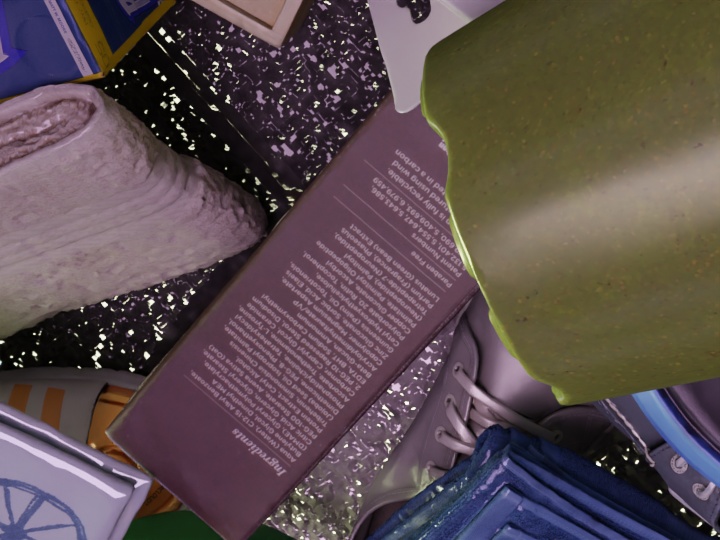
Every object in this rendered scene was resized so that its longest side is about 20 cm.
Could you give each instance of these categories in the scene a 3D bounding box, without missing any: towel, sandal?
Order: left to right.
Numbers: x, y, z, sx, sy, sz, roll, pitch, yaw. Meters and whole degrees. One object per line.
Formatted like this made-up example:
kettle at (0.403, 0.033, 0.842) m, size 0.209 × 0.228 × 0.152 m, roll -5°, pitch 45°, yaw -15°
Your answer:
sandal at (-0.165, 0.084, 1.100) m, size 0.206 × 0.059 × 0.079 m, roll 2°, pitch 114°, yaw 18°
towel at (-0.149, -0.013, 1.021) m, size 0.199 × 0.132 × 0.035 m, roll -18°, pitch 65°, yaw 22°
towel at (0.100, 0.140, 1.001) m, size 0.200 × 0.049 × 0.112 m, roll 30°, pitch 128°, yaw -20°

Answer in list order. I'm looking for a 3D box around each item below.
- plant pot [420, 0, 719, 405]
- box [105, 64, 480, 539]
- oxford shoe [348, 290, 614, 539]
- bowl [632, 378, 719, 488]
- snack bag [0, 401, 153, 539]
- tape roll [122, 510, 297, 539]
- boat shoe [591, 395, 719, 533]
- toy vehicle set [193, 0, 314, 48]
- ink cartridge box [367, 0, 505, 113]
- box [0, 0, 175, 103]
plant pot at (0.126, -0.047, 0.808) m, size 0.189 × 0.200 × 0.201 m, roll -20°, pitch 106°, yaw 16°
box at (0.000, 0.000, 0.983) m, size 0.075 × 0.100 × 0.200 m, roll 39°, pitch 119°, yaw -1°
oxford shoe at (0.053, 0.062, 1.016) m, size 0.075 × 0.058 × 0.200 m, roll 33°, pitch 118°, yaw 5°
bowl at (0.179, -0.007, 0.907) m, size 0.200 × 0.039 × 0.202 m, roll 0°, pitch 93°, yaw 6°
snack bag at (-0.196, 0.114, 1.032) m, size 0.188 × 0.021 × 0.200 m, roll 24°, pitch 122°, yaw -1°
tape roll at (-0.065, 0.199, 1.058) m, size 0.200 × 0.048 × 0.201 m, roll 6°, pitch 104°, yaw 25°
boat shoe at (0.145, 0.063, 0.964) m, size 0.200 × 0.062 × 0.073 m, roll 42°, pitch 105°, yaw -12°
toy vehicle set at (-0.039, -0.193, 0.950) m, size 0.124 × 0.027 × 0.200 m, roll 31°, pitch 119°, yaw 4°
ink cartridge box at (0.054, -0.159, 0.863) m, size 0.068 × 0.116 × 0.200 m, roll 33°, pitch 117°, yaw -33°
box at (-0.174, -0.095, 1.001) m, size 0.199 × 0.064 × 0.070 m, roll -12°, pitch 116°, yaw 32°
